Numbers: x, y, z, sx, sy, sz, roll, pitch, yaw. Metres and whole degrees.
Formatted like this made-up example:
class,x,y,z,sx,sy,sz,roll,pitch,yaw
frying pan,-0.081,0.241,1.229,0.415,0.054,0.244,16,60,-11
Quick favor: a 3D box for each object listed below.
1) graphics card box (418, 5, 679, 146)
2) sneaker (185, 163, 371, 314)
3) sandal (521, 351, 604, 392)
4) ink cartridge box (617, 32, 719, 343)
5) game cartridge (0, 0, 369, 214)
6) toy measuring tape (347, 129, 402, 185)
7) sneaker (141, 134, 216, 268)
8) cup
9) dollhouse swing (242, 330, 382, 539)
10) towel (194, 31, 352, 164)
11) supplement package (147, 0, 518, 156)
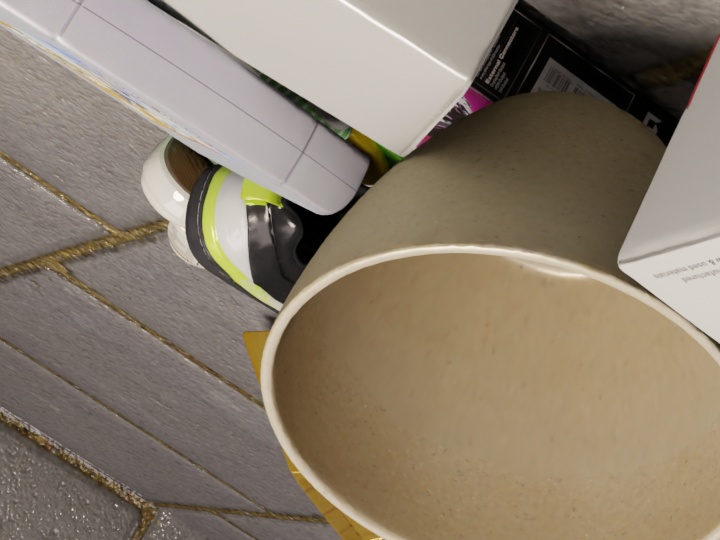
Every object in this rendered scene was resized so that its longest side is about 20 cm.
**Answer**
class,x,y,z,sx,sy,sz,roll,pitch,yaw
graphics card box,0.037,-0.093,0.944,0.199,0.051,0.125,33,163,-14
sneaker,0.000,0.000,0.998,0.082,0.072,0.199,-5,162,40
sandal,0.164,0.076,0.941,0.198,0.048,0.075,5,158,-7
ink cartridge box,0.209,-0.012,0.712,0.199,0.146,0.083,35,157,-18
game cartridge,-0.094,-0.089,0.846,0.199,0.042,0.133,32,-178,-32
toy measuring tape,-0.035,-0.100,1.024,0.199,0.074,0.073,38,163,-12
sneaker,-0.081,-0.029,1.135,0.073,0.085,0.200,51,-164,11
cup,0.072,0.012,0.833,0.198,0.144,0.201,9,137,9
dollhouse swing,0.032,0.120,1.626,0.200,0.175,0.183,59,-172,-61
towel,-0.072,-0.102,0.974,0.153,0.023,0.200,46,161,-2
supplement package,-0.029,-0.152,0.759,0.199,0.118,0.117,32,164,-4
